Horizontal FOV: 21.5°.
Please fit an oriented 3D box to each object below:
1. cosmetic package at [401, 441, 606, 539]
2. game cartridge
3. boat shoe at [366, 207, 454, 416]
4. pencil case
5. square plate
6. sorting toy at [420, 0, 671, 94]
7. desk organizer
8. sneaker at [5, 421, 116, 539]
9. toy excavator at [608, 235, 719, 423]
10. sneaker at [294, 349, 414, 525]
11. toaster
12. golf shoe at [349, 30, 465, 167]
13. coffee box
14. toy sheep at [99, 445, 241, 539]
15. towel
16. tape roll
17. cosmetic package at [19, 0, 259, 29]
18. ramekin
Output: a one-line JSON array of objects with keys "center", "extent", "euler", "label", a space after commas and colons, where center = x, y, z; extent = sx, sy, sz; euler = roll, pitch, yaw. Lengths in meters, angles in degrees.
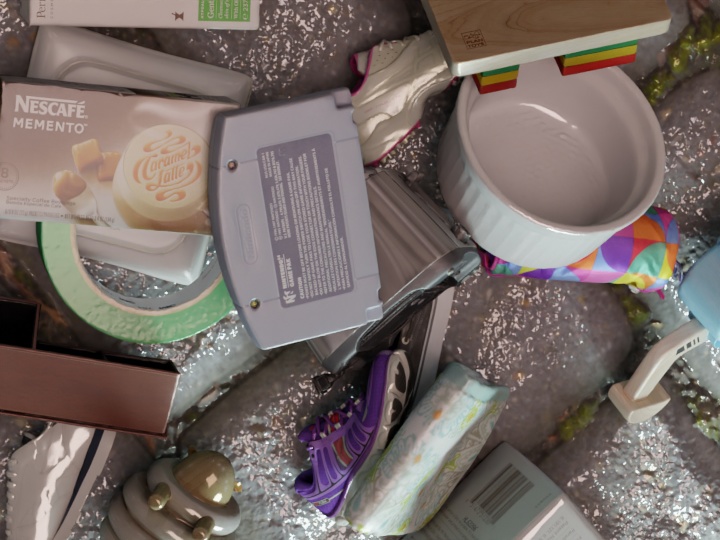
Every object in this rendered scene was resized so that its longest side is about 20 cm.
[{"center": [0.165, 0.307, 1.800], "extent": [0.166, 0.167, 0.200], "euler": [-43, 109, -4], "label": "cosmetic package"}, {"center": [-0.057, -0.042, 1.573], "extent": [0.132, 0.041, 0.202], "euler": [-14, 106, -21], "label": "game cartridge"}, {"center": [0.047, 0.040, 1.763], "extent": [0.056, 0.069, 0.202], "euler": [5, 103, -16], "label": "boat shoe"}, {"center": [0.205, -0.025, 1.785], "extent": [0.198, 0.088, 0.089], "euler": [8, 100, -16], "label": "pencil case"}, {"center": [-0.211, -0.101, 1.680], "extent": [0.198, 0.028, 0.200], "euler": [14, 97, -18], "label": "square plate"}, {"center": [0.144, -0.253, 1.674], "extent": [0.198, 0.200, 0.070], "euler": [-13, 147, -10], "label": "sorting toy"}, {"center": [-0.259, 0.082, 1.660], "extent": [0.198, 0.072, 0.077], "euler": [10, 128, -12], "label": "desk organizer"}, {"center": [-0.289, 0.203, 1.708], "extent": [0.080, 0.076, 0.202], "euler": [24, 87, -12], "label": "sneaker"}, {"center": [0.332, 0.045, 1.812], "extent": [0.199, 0.100, 0.195], "euler": [-26, 151, -19], "label": "toy excavator"}, {"center": [-0.011, 0.150, 1.735], "extent": [0.083, 0.081, 0.201], "euler": [27, 123, 3], "label": "sneaker"}, {"center": [0.000, 0.000, 1.692], "extent": [0.200, 0.113, 0.130], "euler": [-42, 76, 17], "label": "toaster"}, {"center": [0.047, -0.186, 1.712], "extent": [0.091, 0.075, 0.200], "euler": [44, 80, -2], "label": "golf shoe"}, {"center": [-0.208, -0.096, 1.574], "extent": [0.198, 0.080, 0.116], "euler": [5, 99, -17], "label": "coffee box"}, {"center": [-0.177, 0.246, 1.712], "extent": [0.137, 0.138, 0.201], "euler": [33, 103, -19], "label": "toy sheep"}, {"center": [0.067, 0.167, 1.738], "extent": [0.048, 0.200, 0.172], "euler": [34, 92, 16], "label": "towel"}, {"center": [-0.183, -0.039, 1.662], "extent": [0.198, 0.048, 0.203], "euler": [-3, 103, -14], "label": "tape roll"}, {"center": [-0.189, -0.264, 1.621], "extent": [0.198, 0.085, 0.109], "euler": [-3, 105, -16], "label": "cosmetic package"}, {"center": [0.164, -0.101, 1.703], "extent": [0.198, 0.098, 0.202], "euler": [9, 61, -16], "label": "ramekin"}]
